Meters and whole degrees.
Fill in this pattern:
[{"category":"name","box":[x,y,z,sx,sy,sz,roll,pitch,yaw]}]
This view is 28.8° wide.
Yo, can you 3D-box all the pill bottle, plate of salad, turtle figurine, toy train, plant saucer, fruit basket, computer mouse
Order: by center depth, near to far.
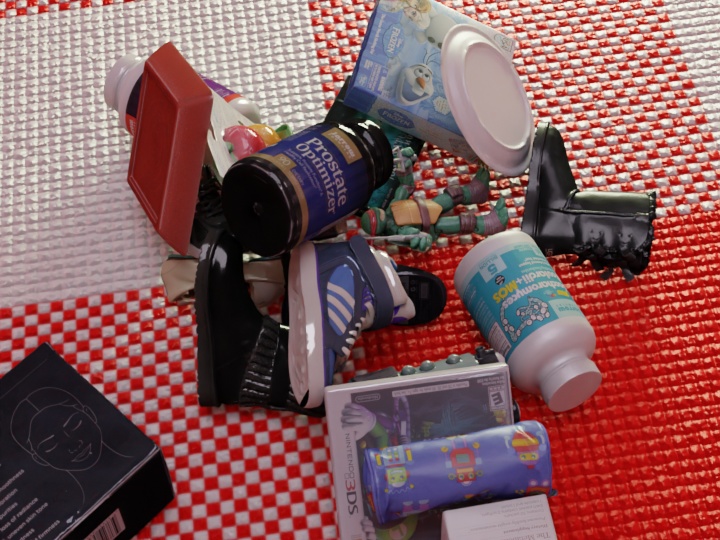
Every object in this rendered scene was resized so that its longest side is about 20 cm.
[{"category":"toy train","box":[0.076,0.153,1.522,0.197,0.116,0.085,-14,17,-8]},{"category":"pill bottle","box":[-0.054,-0.100,1.563,0.111,0.113,0.199,33,40,23]},{"category":"pill bottle","box":[0.195,0.060,1.595,0.109,0.111,0.201,-22,56,-13]},{"category":"computer mouse","box":[0.000,0.000,1.640,0.197,0.142,0.046,-6,27,2]},{"category":"plant saucer","box":[-0.232,-0.148,1.661,0.036,0.202,0.200,2,25,-24]},{"category":"fruit basket","box":[-0.131,-0.124,1.669,0.093,0.199,0.187,-38,49,20]},{"category":"turtle figurine","box":[0.073,-0.074,1.705,0.197,0.101,0.152,-6,62,-19]},{"category":"plate of salad","box":[0.154,-0.210,1.755,0.048,0.199,0.202,-22,44,36]},{"category":"pill bottle","box":[-0.232,-0.202,1.800,0.198,0.113,0.113,29,60,21]}]

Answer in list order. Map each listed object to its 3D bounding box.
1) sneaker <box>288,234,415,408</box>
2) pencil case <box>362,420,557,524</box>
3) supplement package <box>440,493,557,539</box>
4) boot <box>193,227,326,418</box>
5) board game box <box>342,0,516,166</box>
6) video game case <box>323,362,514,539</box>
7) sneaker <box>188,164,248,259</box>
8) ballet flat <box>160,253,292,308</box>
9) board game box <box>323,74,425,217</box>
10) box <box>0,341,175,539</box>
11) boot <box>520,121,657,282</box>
[{"category":"sneaker","box":[-0.002,0.059,1.540,0.144,0.081,0.203,6,58,-18]},{"category":"pencil case","box":[0.100,0.206,1.430,0.197,0.087,0.079,-8,70,-5]},{"category":"supplement package","box":[0.152,0.344,1.392,0.112,0.110,0.202,-9,55,-4]},{"category":"boot","box":[-0.103,0.059,1.587,0.155,0.079,0.215,0,97,7]},{"category":"board game box","box":[0.094,-0.260,1.827,0.197,0.043,0.202,23,55,-11]},{"category":"video game case","box":[0.068,0.200,1.476,0.197,0.023,0.185,-7,98,-7]},{"category":"sneaker","box":[-0.193,-0.082,1.686,0.080,0.088,0.199,-20,34,-29]},{"category":"ballet flat","box":[-0.141,0.016,1.678,0.197,0.070,0.070,0,54,5]},{"category":"board game box","box":[0.007,-0.159,1.811,0.133,0.028,0.202,17,57,13]},{"category":"box","box":[-0.338,0.222,1.494,0.196,0.125,0.200,38,64,24]},{"category":"boot","box":[0.282,-0.087,1.720,0.160,0.074,0.201,5,62,9]}]
